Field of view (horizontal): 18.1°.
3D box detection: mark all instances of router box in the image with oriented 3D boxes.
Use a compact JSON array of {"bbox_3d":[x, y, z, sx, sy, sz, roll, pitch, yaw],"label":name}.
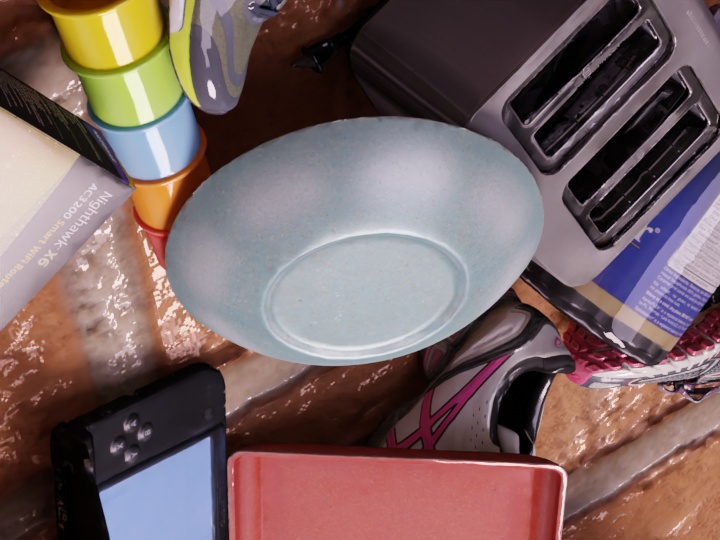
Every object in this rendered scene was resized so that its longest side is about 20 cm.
[{"bbox_3d":[-0.228,-0.013,1.051,0.200,0.052,0.157,-45,140,12],"label":"router box"}]

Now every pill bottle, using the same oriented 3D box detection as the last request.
[{"bbox_3d":[0.191,-0.052,1.358,0.112,0.112,0.200,27,101,-48],"label":"pill bottle"}]

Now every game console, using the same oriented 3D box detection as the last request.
[{"bbox_3d":[-0.107,0.180,1.238,0.176,0.116,0.200,-25,127,-41],"label":"game console"}]

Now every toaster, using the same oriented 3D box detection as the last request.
[{"bbox_3d":[0.101,-0.109,1.231,0.200,0.119,0.181,-45,138,-3],"label":"toaster"}]

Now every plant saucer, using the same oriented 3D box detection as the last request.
[{"bbox_3d":[0.000,0.000,1.169,0.201,0.039,0.201,-7,144,-5],"label":"plant saucer"},{"bbox_3d":[0.020,0.179,1.381,0.199,0.037,0.200,2,126,2],"label":"plant saucer"}]

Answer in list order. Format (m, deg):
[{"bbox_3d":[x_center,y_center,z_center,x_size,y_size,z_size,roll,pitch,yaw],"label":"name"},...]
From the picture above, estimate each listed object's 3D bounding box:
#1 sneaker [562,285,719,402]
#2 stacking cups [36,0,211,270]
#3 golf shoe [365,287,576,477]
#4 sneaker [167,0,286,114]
[{"bbox_3d":[0.213,0.053,1.481,0.200,0.081,0.075,-9,128,-36],"label":"sneaker"},{"bbox_3d":[-0.109,-0.071,1.127,0.060,0.061,0.200,-32,138,-18],"label":"stacking cups"},{"bbox_3d":[0.060,0.109,1.385,0.073,0.092,0.200,4,119,-44],"label":"golf shoe"},{"bbox_3d":[-0.032,-0.164,1.072,0.074,0.081,0.200,-37,149,-74],"label":"sneaker"}]
